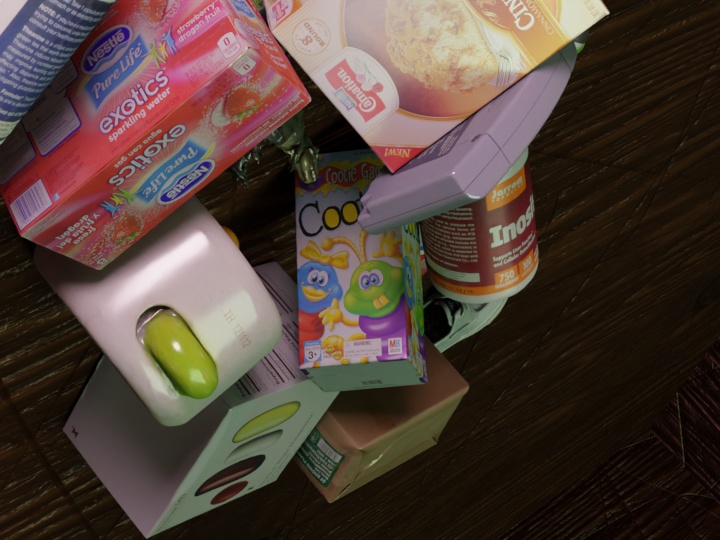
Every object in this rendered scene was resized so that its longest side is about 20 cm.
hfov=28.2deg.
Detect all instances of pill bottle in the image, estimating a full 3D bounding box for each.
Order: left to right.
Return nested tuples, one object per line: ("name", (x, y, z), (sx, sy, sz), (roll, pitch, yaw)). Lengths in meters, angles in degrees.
("pill bottle", (-0.201, -0.163, 0.804), (0.200, 0.111, 0.111), (-48, 159, 13))
("pill bottle", (0.105, -0.078, 1.344), (0.112, 0.113, 0.202), (-33, 133, -24))

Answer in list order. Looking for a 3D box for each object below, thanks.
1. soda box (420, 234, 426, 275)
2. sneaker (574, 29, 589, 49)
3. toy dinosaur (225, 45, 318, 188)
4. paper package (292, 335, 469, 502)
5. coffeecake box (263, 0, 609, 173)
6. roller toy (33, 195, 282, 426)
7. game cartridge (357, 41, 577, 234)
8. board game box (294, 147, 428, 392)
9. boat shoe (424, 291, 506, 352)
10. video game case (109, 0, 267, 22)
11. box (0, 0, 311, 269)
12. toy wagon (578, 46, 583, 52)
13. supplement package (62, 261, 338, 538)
("soda box", (0.033, -0.047, 1.506), (0.063, 0.070, 0.200), (-40, 159, -1))
("sneaker", (0.095, -0.169, 1.234), (0.199, 0.067, 0.109), (1, 105, -12))
("toy dinosaur", (-0.076, -0.120, 1.209), (0.088, 0.047, 0.201), (-52, 162, -19))
("paper package", (-0.016, 0.119, 1.559), (0.189, 0.200, 0.104), (-23, 152, -39))
("coffeecake box", (0.053, -0.194, 1.038), (0.199, 0.073, 0.154), (-36, 124, 14))
("roller toy", (-0.155, 0.012, 1.128), (0.139, 0.200, 0.183), (-39, 170, -11))
("game cartridge", (0.088, -0.111, 1.093), (0.132, 0.042, 0.201), (-13, -147, 45))
("board game box", (0.000, 0.000, 1.330), (0.103, 0.203, 0.103), (-6, 162, 11))
("boat shoe", (0.115, 0.060, 1.860), (0.200, 0.070, 0.072), (-39, 165, -2))
("video game case", (-0.103, -0.224, 0.991), (0.181, 0.023, 0.201), (-34, 156, -24))
("box", (-0.149, -0.107, 0.967), (0.199, 0.103, 0.095), (-38, 154, 12))
("toy wagon", (0.141, -0.219, 1.335), (0.154, 0.040, 0.200), (-2, 151, -40))
("supplement package", (-0.145, 0.122, 1.404), (0.199, 0.147, 0.192), (-16, 147, -52))
